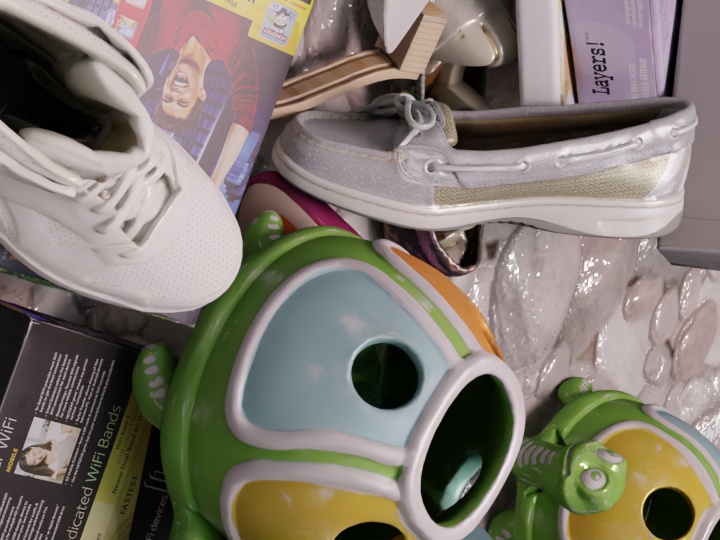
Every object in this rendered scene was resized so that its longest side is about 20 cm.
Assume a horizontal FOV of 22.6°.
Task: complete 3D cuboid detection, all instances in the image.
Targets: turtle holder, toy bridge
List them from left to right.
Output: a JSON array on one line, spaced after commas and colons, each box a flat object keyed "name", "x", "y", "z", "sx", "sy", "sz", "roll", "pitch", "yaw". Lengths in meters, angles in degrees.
[{"name": "toy bridge", "x": -0.051, "y": -0.103, "z": 0.819, "sx": 0.199, "sy": 0.027, "sz": 0.068, "roll": 0, "pitch": 125, "yaw": -41}, {"name": "turtle holder", "x": -0.016, "y": 0.070, "z": 0.766, "sx": 0.185, "sy": 0.131, "sz": 0.142, "roll": -37, "pitch": 129, "yaw": -37}, {"name": "turtle holder", "x": 0.165, "y": 0.137, "z": 1.094, "sx": 0.141, "sy": 0.131, "sz": 0.186, "roll": -43, "pitch": 133, "yaw": -28}]

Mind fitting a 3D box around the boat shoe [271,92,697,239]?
[{"name": "boat shoe", "x": 0.059, "y": -0.058, "z": 0.852, "sx": 0.200, "sy": 0.075, "sz": 0.065, "roll": 6, "pitch": 114, "yaw": -6}]

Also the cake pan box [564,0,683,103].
[{"name": "cake pan box", "x": 0.149, "y": -0.183, "z": 0.939, "sx": 0.185, "sy": 0.052, "sz": 0.201, "roll": 74, "pitch": 27, "yaw": -54}]

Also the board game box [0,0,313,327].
[{"name": "board game box", "x": -0.140, "y": -0.056, "z": 0.698, "sx": 0.199, "sy": 0.062, "sz": 0.201, "roll": 20, "pitch": 94, "yaw": -37}]

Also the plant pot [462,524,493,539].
[{"name": "plant pot", "x": -0.003, "y": 0.173, "z": 0.895, "sx": 0.200, "sy": 0.199, "sz": 0.136, "roll": 21, "pitch": 54, "yaw": -50}]

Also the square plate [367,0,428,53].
[{"name": "square plate", "x": 0.037, "y": -0.228, "z": 0.768, "sx": 0.199, "sy": 0.028, "sz": 0.200, "roll": 88, "pitch": 24, "yaw": -43}]

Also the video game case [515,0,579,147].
[{"name": "video game case", "x": 0.110, "y": -0.152, "z": 0.943, "sx": 0.182, "sy": 0.023, "sz": 0.201, "roll": -59, "pitch": 147, "yaw": -58}]

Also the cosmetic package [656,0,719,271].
[{"name": "cosmetic package", "x": 0.214, "y": -0.097, "z": 0.919, "sx": 0.090, "sy": 0.106, "sz": 0.202, "roll": 29, "pitch": 67, "yaw": -73}]

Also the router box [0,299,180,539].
[{"name": "router box", "x": -0.138, "y": 0.126, "z": 0.799, "sx": 0.157, "sy": 0.052, "sz": 0.201, "roll": 24, "pitch": 85, "yaw": -51}]

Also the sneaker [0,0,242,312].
[{"name": "sneaker", "x": -0.095, "y": -0.034, "z": 0.626, "sx": 0.200, "sy": 0.115, "sz": 0.074, "roll": 39, "pitch": 80, "yaw": -37}]

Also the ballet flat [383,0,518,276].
[{"name": "ballet flat", "x": 0.047, "y": -0.091, "z": 0.916, "sx": 0.069, "sy": 0.071, "sz": 0.202, "roll": -19, "pitch": 118, "yaw": -41}]

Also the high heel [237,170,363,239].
[{"name": "high heel", "x": 0.000, "y": 0.000, "z": 0.921, "sx": 0.201, "sy": 0.067, "sz": 0.097, "roll": 63, "pitch": 38, "yaw": -42}]
